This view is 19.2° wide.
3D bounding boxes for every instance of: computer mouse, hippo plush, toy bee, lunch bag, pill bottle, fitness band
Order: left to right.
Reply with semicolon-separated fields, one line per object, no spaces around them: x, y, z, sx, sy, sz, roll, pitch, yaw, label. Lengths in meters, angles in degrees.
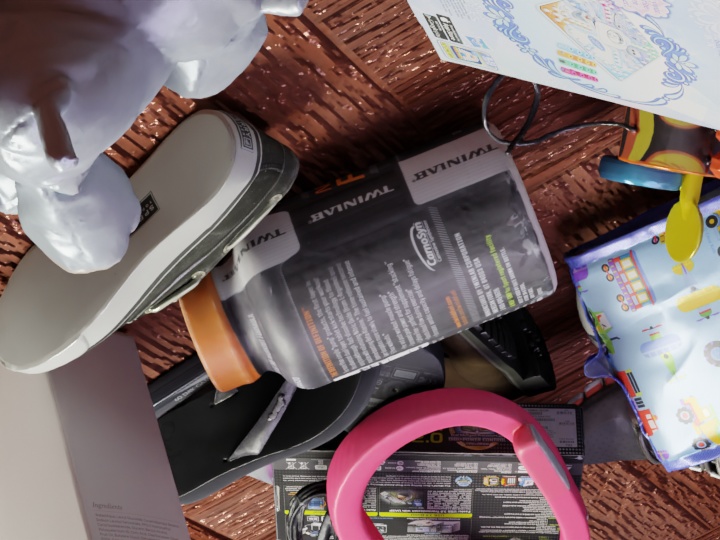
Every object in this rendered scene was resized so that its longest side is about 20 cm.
-0.123;-0.115;0.927;0.161;0.159;0.200;-47;171;-14;hippo plush
-0.001;0.106;1.313;0.059;0.034;0.200;13;125;-20;computer mouse
0.000;0.000;1.187;0.200;0.106;0.106;-22;150;1;pill bottle
0.061;0.150;1.321;0.143;0.037;0.200;-23;130;10;fitness band
0.175;-0.065;1.166;0.200;0.109;0.131;-25;119;-38;toy bee
0.225;0.027;1.294;0.200;0.151;0.094;-25;-174;21;lunch bag

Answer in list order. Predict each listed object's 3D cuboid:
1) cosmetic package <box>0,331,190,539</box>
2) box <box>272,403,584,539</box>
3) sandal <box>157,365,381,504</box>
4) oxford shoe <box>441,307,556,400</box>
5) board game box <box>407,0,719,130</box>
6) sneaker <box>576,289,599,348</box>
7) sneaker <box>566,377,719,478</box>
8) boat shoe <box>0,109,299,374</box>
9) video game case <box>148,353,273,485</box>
-0.167;0.138;1.214;0.108;0.200;0.085;-37;145;31;cosmetic package
0.043;0.151;1.401;0.200;0.044;0.160;1;138;1;box
-0.063;0.082;1.278;0.200;0.076;0.043;-37;145;27;sandal
0.055;0.042;1.330;0.084;0.073;0.200;-19;149;14;oxford shoe
0.103;-0.138;0.965;0.043;0.199;0.200;-64;154;-15;board game box
0.249;0.018;1.401;0.199;0.080;0.130;-25;151;8;sneaker
0.219;0.099;1.368;0.200;0.082;0.077;-19;145;19;sneaker
-0.115;-0.005;1.142;0.200;0.071;0.064;-38;145;24;boat shoe
-0.045;0.085;1.388;0.143;0.019;0.200;-32;149;19;video game case
